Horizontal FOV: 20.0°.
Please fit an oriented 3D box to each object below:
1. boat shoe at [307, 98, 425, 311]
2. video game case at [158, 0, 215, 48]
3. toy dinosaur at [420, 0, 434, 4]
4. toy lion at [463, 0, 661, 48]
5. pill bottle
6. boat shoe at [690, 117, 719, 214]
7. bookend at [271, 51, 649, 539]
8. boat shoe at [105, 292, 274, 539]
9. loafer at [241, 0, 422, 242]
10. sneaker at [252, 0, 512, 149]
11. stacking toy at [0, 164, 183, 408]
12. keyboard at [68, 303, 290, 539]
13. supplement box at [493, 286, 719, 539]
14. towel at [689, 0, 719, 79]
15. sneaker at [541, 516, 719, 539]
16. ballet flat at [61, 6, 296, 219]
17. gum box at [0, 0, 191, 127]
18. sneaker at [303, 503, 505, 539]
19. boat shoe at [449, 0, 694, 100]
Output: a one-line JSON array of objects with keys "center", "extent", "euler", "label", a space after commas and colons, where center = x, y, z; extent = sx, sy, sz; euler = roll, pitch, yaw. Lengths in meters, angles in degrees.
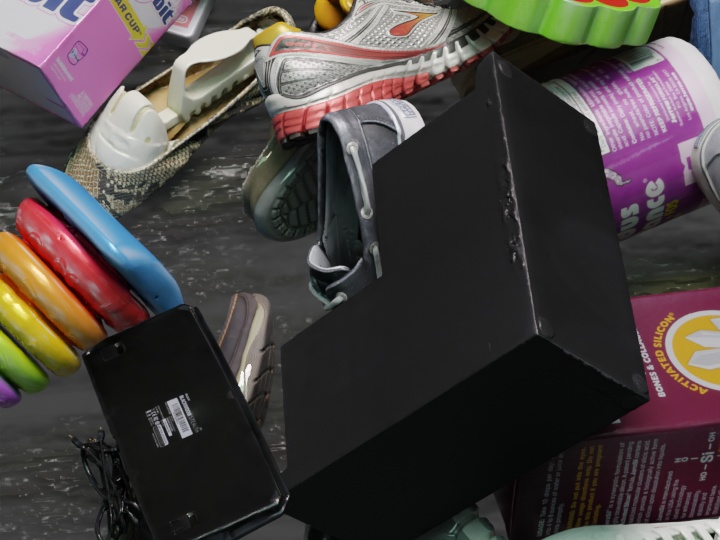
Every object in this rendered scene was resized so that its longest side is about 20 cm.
[{"center": [0.000, 0.000, 1.208], "extent": [0.068, 0.201, 0.072], "euler": [-11, 24, -32], "label": "boat shoe"}, {"center": [-0.149, -0.256, 1.434], "extent": [0.143, 0.017, 0.200], "euler": [16, 62, 9], "label": "video game case"}, {"center": [-0.037, -0.220, 1.373], "extent": [0.200, 0.135, 0.086], "euler": [19, 65, -35], "label": "toy dinosaur"}, {"center": [0.113, -0.200, 1.285], "extent": [0.191, 0.069, 0.200], "euler": [33, 31, 25], "label": "toy lion"}, {"center": [0.128, -0.063, 1.276], "extent": [0.200, 0.112, 0.112], "euler": [-22, 64, -11], "label": "pill bottle"}, {"center": [0.279, -0.011, 1.227], "extent": [0.070, 0.072, 0.201], "euler": [-45, 103, -5], "label": "boat shoe"}, {"center": [0.042, 0.022, 1.132], "extent": [0.200, 0.092, 0.199], "euler": [-35, 42, 30], "label": "bookend"}, {"center": [-0.103, 0.097, 1.211], "extent": [0.073, 0.075, 0.200], "euler": [13, 61, 7], "label": "boat shoe"}, {"center": [-0.025, -0.102, 1.328], "extent": [0.070, 0.075, 0.200], "euler": [19, 57, 25], "label": "loafer"}, {"center": [0.019, -0.147, 1.263], "extent": [0.200, 0.078, 0.082], "euler": [-27, 94, -36], "label": "sneaker"}, {"center": [-0.216, 0.044, 1.238], "extent": [0.200, 0.116, 0.110], "euler": [-45, 61, -6], "label": "stacking toy"}, {"center": [-0.109, 0.101, 1.153], "extent": [0.104, 0.040, 0.200], "euler": [-23, 37, -6], "label": "keyboard"}, {"center": [0.171, 0.080, 1.188], "extent": [0.199, 0.086, 0.111], "euler": [-6, 43, -11], "label": "supplement box"}, {"center": [0.313, -0.144, 1.326], "extent": [0.199, 0.112, 0.049], "euler": [-6, 24, -5], "label": "towel"}, {"center": [0.172, 0.165, 1.130], "extent": [0.200, 0.081, 0.077], "euler": [2, 60, -31], "label": "sneaker"}, {"center": [-0.120, -0.110, 1.322], "extent": [0.200, 0.075, 0.068], "euler": [-39, 71, -19], "label": "ballet flat"}, {"center": [-0.225, -0.186, 1.335], "extent": [0.200, 0.066, 0.114], "euler": [27, 70, 34], "label": "gum box"}, {"center": [0.033, 0.186, 1.173], "extent": [0.115, 0.075, 0.200], "euler": [-35, 61, -8], "label": "sneaker"}, {"center": [0.150, -0.167, 1.356], "extent": [0.200, 0.071, 0.065], "euler": [-21, 64, -10], "label": "boat shoe"}]
